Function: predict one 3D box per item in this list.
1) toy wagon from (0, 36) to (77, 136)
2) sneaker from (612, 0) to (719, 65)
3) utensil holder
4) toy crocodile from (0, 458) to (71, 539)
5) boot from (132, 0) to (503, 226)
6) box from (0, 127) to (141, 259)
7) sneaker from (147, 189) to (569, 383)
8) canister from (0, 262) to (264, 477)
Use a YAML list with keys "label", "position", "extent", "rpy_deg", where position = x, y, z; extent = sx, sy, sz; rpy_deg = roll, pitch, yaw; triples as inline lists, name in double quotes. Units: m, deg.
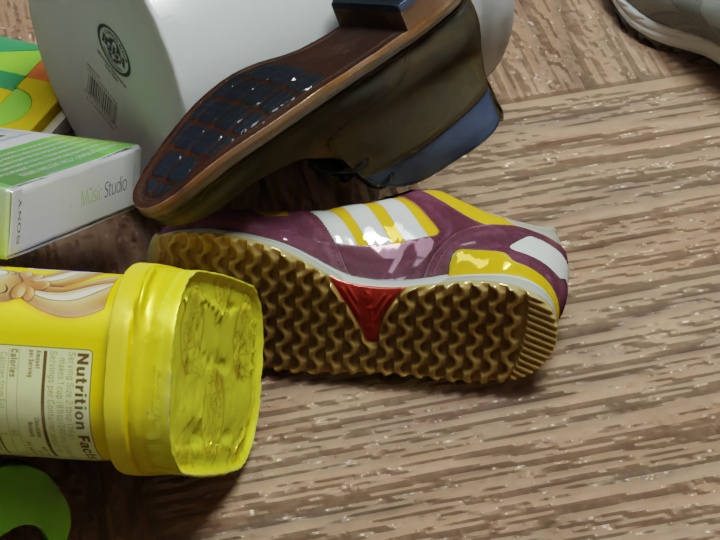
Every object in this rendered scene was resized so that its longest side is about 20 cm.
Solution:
- label: "toy wagon"
  position: [-0.252, -0.088, 1.064]
  extent: [0.199, 0.040, 0.155]
  rpy_deg: [15, 44, 19]
- label: "sneaker"
  position: [0.207, -0.153, 1.084]
  extent: [0.074, 0.080, 0.200]
  rpy_deg: [-24, 44, -20]
- label: "utensil holder"
  position: [-0.049, -0.141, 1.007]
  extent: [0.199, 0.171, 0.170]
  rpy_deg: [-26, 46, -28]
- label: "toy crocodile"
  position: [-0.213, 0.131, 0.800]
  extent: [0.200, 0.062, 0.067]
  rpy_deg: [-30, 9, -29]
- label: "boot"
  position: [-0.010, -0.060, 0.913]
  extent: [0.200, 0.097, 0.075]
  rpy_deg: [-40, 31, -19]
- label: "box"
  position: [-0.221, -0.045, 0.914]
  extent: [0.199, 0.037, 0.144]
  rpy_deg: [6, 13, 16]
- label: "sneaker"
  position: [0.000, 0.000, 0.934]
  extent: [0.199, 0.075, 0.090]
  rpy_deg: [10, 33, 6]
- label: "canister"
  position: [-0.156, 0.039, 0.839]
  extent: [0.199, 0.087, 0.149]
  rpy_deg: [3, -4, 11]
